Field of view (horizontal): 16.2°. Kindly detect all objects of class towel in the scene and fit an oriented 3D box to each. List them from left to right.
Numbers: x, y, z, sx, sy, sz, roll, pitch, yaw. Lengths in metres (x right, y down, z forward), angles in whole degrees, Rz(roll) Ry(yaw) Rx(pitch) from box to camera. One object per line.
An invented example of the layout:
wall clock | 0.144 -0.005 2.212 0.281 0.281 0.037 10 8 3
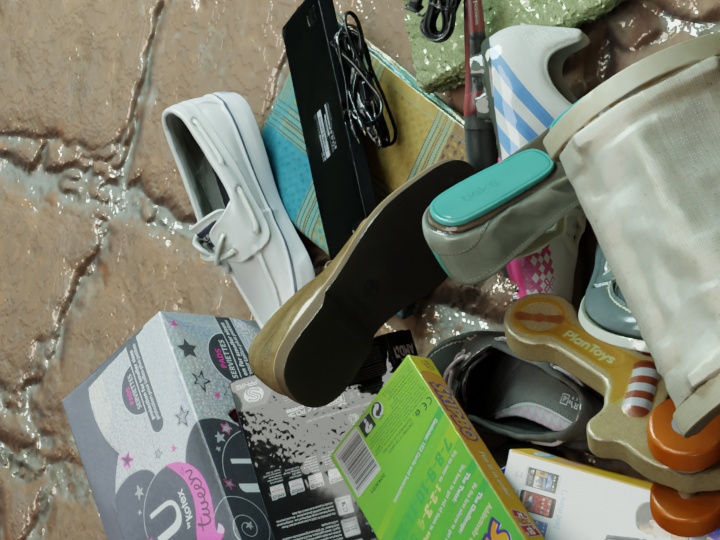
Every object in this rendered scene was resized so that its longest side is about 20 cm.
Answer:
towel | 0.004 -0.077 1.789 0.200 0.022 0.147 41 114 38
towel | 0.101 -0.212 1.695 0.200 0.036 0.149 -25 69 40

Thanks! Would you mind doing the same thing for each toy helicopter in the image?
toy helicopter | 0.174 0.062 1.535 0.200 0.132 0.079 31 147 34

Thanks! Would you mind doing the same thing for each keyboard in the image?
keyboard | -0.005 -0.101 1.773 0.104 0.040 0.200 138 123 -60

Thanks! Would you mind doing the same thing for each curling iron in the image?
curling iron | 0.070 -0.107 1.688 0.050 0.026 0.200 -6 104 23

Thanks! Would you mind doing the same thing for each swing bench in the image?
swing bench | 0.238 -0.020 1.420 0.130 0.200 0.199 -42 58 34

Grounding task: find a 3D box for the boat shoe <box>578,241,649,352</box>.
boat shoe | 0.171 -0.002 1.509 0.073 0.200 0.062 10 107 2

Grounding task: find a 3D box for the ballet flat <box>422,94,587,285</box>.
ballet flat | 0.129 -0.059 1.583 0.200 0.064 0.067 -32 36 -10

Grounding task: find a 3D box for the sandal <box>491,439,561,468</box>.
sandal | 0.108 0.204 1.625 0.082 0.055 0.200 -17 67 42

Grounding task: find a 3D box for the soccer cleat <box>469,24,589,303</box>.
soccer cleat | 0.126 -0.062 1.632 0.086 0.070 0.200 -10 90 12

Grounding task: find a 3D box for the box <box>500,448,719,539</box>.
box | 0.152 0.185 1.553 0.200 0.041 0.119 14 93 25

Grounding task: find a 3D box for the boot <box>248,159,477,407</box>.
boot | 0.000 0.000 1.664 0.200 0.074 0.075 -48 28 -15

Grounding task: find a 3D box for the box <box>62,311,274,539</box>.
box | -0.110 0.146 1.810 0.132 0.115 0.200 -41 59 35

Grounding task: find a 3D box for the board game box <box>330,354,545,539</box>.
board game box | 0.055 0.156 1.580 0.096 0.030 0.200 -53 46 26

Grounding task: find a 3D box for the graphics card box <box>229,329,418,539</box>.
graphics card box | -0.001 0.151 1.694 0.125 0.051 0.200 -19 87 24

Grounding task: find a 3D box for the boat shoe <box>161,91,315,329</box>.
boat shoe | -0.092 -0.030 1.826 0.074 0.065 0.200 -39 69 52

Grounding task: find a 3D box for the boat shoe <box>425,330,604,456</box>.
boat shoe | 0.098 0.075 1.642 0.200 0.057 0.067 16 89 49

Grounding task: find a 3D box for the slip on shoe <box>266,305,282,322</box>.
slip on shoe | -0.013 0.116 1.760 0.074 0.061 0.200 -20 82 13
